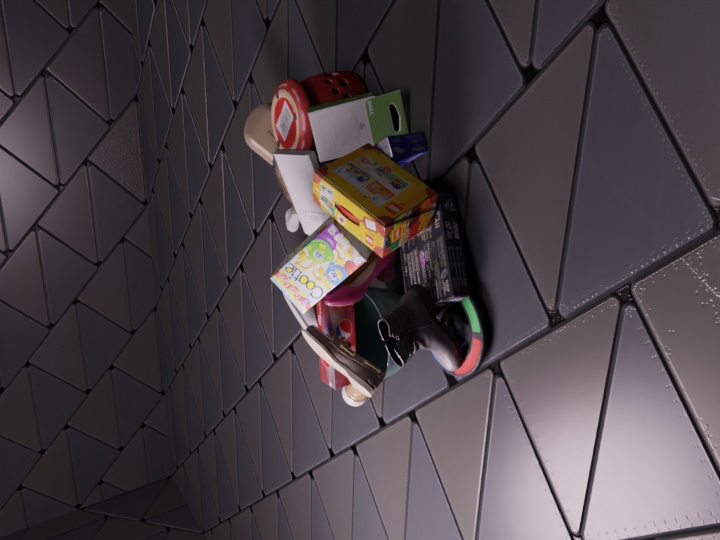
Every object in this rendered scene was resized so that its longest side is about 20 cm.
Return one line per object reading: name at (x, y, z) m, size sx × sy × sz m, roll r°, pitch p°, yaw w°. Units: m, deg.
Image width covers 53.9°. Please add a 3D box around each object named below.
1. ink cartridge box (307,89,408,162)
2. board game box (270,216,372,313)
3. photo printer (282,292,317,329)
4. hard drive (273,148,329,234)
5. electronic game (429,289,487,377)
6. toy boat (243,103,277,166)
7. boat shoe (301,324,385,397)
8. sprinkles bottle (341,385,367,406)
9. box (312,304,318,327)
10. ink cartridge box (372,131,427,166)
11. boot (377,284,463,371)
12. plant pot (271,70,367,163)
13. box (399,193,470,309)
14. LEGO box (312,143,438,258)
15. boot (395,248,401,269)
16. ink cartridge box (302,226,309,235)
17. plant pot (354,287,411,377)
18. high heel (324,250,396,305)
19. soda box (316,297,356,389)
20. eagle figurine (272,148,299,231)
ink cartridge box at (-0.004, -0.304, 1.467) m, size 0.060 × 0.194 × 0.106 m, roll -100°, pitch -4°, yaw -68°
board game box at (-0.074, -0.025, 1.440) m, size 0.103 × 0.105 × 0.199 m, roll 45°, pitch 121°, yaw -9°
photo printer at (-0.121, 0.134, 1.860) m, size 0.201 × 0.069 × 0.168 m, roll 52°, pitch 170°, yaw 39°
hard drive at (-0.113, -0.169, 1.563) m, size 0.130 × 0.027 × 0.204 m, roll 13°, pitch 132°, yaw 47°
electronic game at (0.184, 0.112, 1.418) m, size 0.199 × 0.041 × 0.206 m, roll 27°, pitch 122°, yaw 53°
toy boat at (-0.207, -0.343, 1.851) m, size 0.199 × 0.131 × 0.132 m, roll 39°, pitch 97°, yaw 11°
boat shoe at (-0.036, 0.175, 1.469) m, size 0.199 × 0.060 × 0.072 m, roll 39°, pitch 163°, yaw 16°
sprinkles bottle at (0.014, 0.259, 1.731) m, size 0.069 × 0.067 × 0.201 m, roll 61°, pitch 146°, yaw 25°
box at (-0.067, 0.109, 1.707) m, size 0.159 × 0.050 × 0.202 m, roll 58°, pitch -170°, yaw -42°
ink cartridge box at (0.047, -0.231, 1.477) m, size 0.199 × 0.092 × 0.045 m, roll -22°, pitch 84°, yaw 60°
boot at (0.110, 0.142, 1.353) m, size 0.069 × 0.132 × 0.202 m, roll -12°, pitch 116°, yaw 53°
plant pot at (-0.093, -0.338, 1.594) m, size 0.199 × 0.179 × 0.206 m, roll 30°, pitch 127°, yaw 49°
box at (0.139, -0.029, 1.402) m, size 0.159 × 0.042 × 0.206 m, roll -28°, pitch 66°, yaw 57°
LEGO box at (0.027, -0.138, 1.343) m, size 0.199 × 0.147 × 0.078 m, roll 40°, pitch 145°, yaw 29°
boot at (0.018, -0.098, 1.612) m, size 0.199 × 0.065 × 0.181 m, roll 19°, pitch 113°, yaw 59°
ink cartridge box at (-0.074, -0.107, 1.625) m, size 0.160 × 0.050 × 0.201 m, roll 43°, pitch 162°, yaw 21°
plant pot at (0.059, 0.128, 1.546) m, size 0.199 × 0.131 × 0.206 m, roll 29°, pitch 124°, yaw 53°
high heel at (0.000, 0.000, 1.453) m, size 0.067 × 0.197 × 0.099 m, roll 25°, pitch 130°, yaw 48°
soda box at (-0.052, 0.148, 1.548) m, size 0.069 × 0.062 × 0.206 m, roll 23°, pitch 119°, yaw 55°
eagle figurine at (-0.143, -0.205, 1.754) m, size 0.148 × 0.201 × 0.154 m, roll -4°, pitch 56°, yaw 24°
